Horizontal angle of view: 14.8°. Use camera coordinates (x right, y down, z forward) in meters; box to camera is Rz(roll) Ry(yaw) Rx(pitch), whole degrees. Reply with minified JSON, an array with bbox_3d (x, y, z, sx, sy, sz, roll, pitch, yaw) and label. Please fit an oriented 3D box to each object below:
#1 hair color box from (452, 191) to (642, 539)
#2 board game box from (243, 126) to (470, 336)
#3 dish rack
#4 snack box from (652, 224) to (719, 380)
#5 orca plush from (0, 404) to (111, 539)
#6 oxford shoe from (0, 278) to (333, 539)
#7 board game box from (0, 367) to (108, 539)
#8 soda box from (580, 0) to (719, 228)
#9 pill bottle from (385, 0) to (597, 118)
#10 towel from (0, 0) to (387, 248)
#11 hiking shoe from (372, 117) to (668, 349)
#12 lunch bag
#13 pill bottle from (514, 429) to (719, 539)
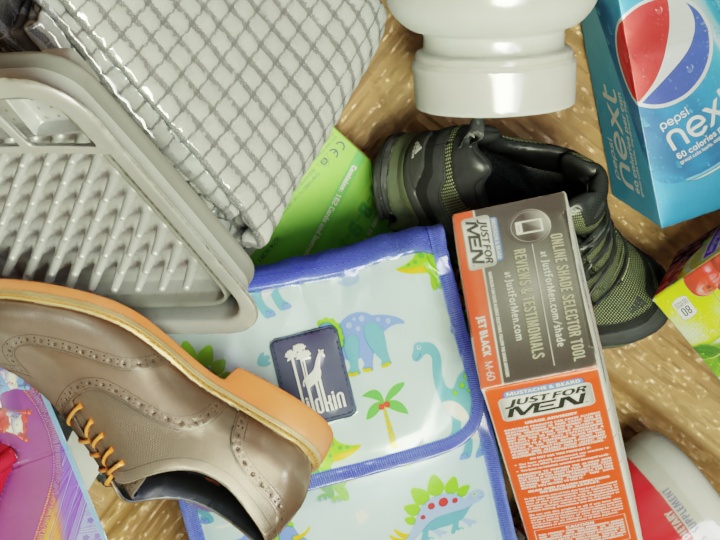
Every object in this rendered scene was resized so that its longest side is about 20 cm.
[{"bbox_3d":[0.099,0.064,1.434,0.064,0.111,0.200,-11,143,5],"label":"hair color box"},{"bbox_3d":[0.000,0.000,1.489,0.200,0.030,0.096,42,92,-23],"label":"board game box"},{"bbox_3d":[-0.149,-0.040,1.298,0.200,0.171,0.044,51,47,-43],"label":"dish rack"},{"bbox_3d":[0.286,0.016,1.464,0.200,0.068,0.169,-35,99,31],"label":"snack box"},{"bbox_3d":[-0.179,0.103,1.458,0.105,0.071,0.200,-12,126,-63],"label":"orca plush"},{"bbox_3d":[-0.115,0.066,1.335,0.200,0.071,0.073,24,65,0],"label":"oxford shoe"},{"bbox_3d":[-0.220,0.116,1.390,0.158,0.039,0.200,-20,95,19],"label":"board game box"},{"bbox_3d":[0.158,-0.130,1.476,0.064,0.068,0.200,-19,113,-12],"label":"soda box"},{"bbox_3d":[0.065,-0.181,1.393,0.112,0.112,0.200,-7,103,-17],"label":"pill bottle"},{"bbox_3d":[-0.094,-0.127,1.349,0.200,0.085,0.166,48,54,-26],"label":"towel"},{"bbox_3d":[0.104,-0.016,1.464,0.200,0.101,0.076,27,65,-31],"label":"hiking shoe"},{"bbox_3d":[-0.017,0.082,1.440,0.170,0.127,0.200,-14,116,-2],"label":"lunch bag"},{"bbox_3d":[0.117,0.189,1.545,0.200,0.112,0.112,-37,115,-4],"label":"pill bottle"}]
